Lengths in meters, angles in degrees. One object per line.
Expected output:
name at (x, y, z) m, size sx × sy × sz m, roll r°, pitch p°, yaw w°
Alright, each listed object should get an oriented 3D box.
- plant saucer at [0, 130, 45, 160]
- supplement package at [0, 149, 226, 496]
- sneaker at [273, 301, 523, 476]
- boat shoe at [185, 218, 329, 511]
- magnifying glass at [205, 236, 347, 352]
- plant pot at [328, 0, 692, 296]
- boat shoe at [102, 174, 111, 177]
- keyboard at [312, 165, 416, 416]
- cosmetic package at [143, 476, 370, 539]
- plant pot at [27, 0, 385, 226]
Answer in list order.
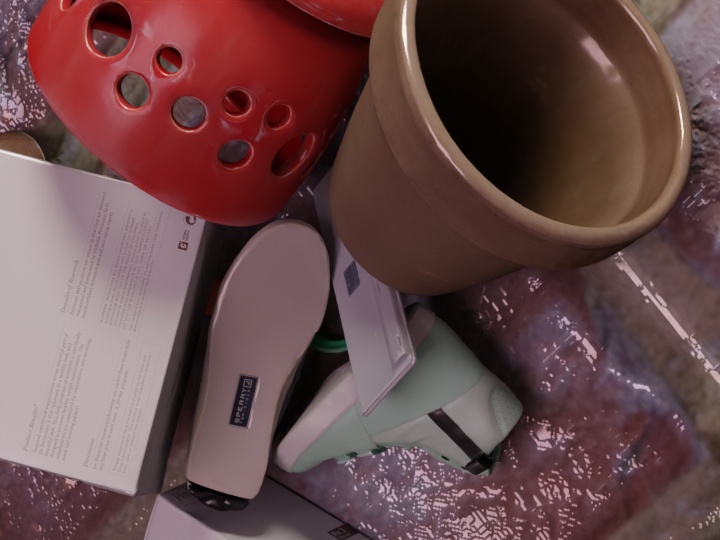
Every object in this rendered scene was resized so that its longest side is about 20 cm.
plant saucer at (-0.299, -0.013, 1.313) m, size 0.199 × 0.034 × 0.202 m, roll -26°, pitch 56°, yaw 45°
supplement package at (-0.211, 0.032, 1.161) m, size 0.198 × 0.147 × 0.193 m, roll 14°, pitch 83°, yaw 1°
sneaker at (0.024, 0.112, 1.151) m, size 0.118 × 0.074 × 0.200 m, roll 41°, pitch 140°, yaw -6°
boat shoe at (-0.075, 0.054, 1.182) m, size 0.074 × 0.093 × 0.202 m, roll 18°, pitch 101°, yaw -10°
magnifying glass at (-0.066, 0.018, 1.224) m, size 0.198 × 0.022 × 0.081 m, roll -2°, pitch 99°, yaw 36°
plant pot at (0.069, -0.069, 1.030) m, size 0.201 × 0.199 × 0.175 m, roll 59°, pitch 142°, yaw 10°
boat shoe at (-0.245, 0.011, 1.315) m, size 0.074 × 0.069 × 0.201 m, roll 44°, pitch 120°, yaw 19°
keyboard at (0.000, 0.000, 1.114) m, size 0.056 × 0.011 × 0.201 m, roll -55°, pitch 33°, yaw 35°
cosmetic package at (-0.047, 0.215, 1.204) m, size 0.199 × 0.101 × 0.075 m, roll 29°, pitch 114°, yaw 25°
plant pot at (-0.083, -0.160, 1.092) m, size 0.201 × 0.200 × 0.183 m, roll 47°, pitch 117°, yaw 17°
